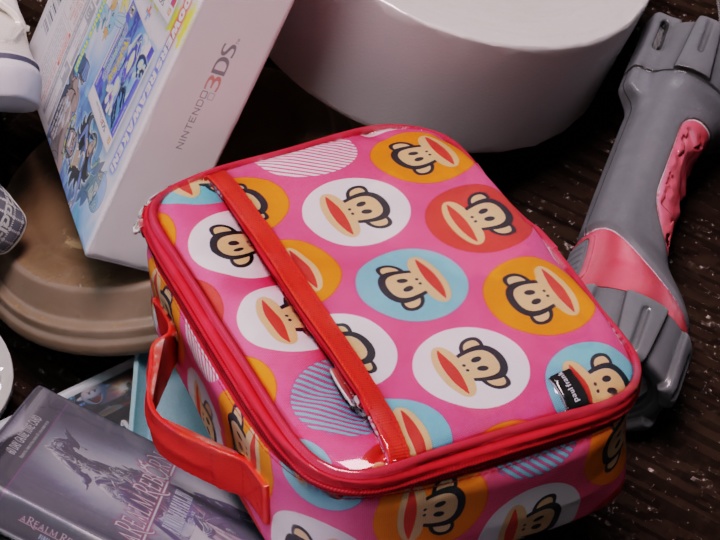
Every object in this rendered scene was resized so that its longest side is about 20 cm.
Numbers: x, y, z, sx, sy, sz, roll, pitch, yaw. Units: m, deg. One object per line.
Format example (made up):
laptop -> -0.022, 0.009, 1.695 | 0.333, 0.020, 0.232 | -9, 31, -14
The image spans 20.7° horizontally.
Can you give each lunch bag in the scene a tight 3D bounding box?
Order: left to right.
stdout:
lunch bag -> -0.004, 0.031, 0.781 | 0.175, 0.082, 0.200 | -15, 43, -21

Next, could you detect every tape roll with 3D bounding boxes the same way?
tape roll -> 0.038, -0.152, 0.939 | 0.201, 0.071, 0.203 | 13, 45, -14

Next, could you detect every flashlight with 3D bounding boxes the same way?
flashlight -> 0.135, -0.025, 0.883 | 0.068, 0.068, 0.200 | 8, 51, 25

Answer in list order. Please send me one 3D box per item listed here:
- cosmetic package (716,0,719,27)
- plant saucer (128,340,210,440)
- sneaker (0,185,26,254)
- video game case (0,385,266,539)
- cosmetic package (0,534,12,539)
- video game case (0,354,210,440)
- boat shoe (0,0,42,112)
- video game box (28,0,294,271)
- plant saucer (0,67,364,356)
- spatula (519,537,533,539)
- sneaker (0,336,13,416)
cosmetic package -> 0.217, -0.059, 0.785 | 0.112, 0.081, 0.201 | -13, 52, 7
plant saucer -> -0.066, 0.109, 0.825 | 0.070, 0.019, 0.201 | -7, 51, 9
sneaker -> -0.230, -0.037, 0.956 | 0.200, 0.080, 0.077 | 16, 82, 60
video game case -> -0.046, 0.108, 0.732 | 0.199, 0.143, 0.019 | 28, 98, -3
cosmetic package -> -0.181, 0.181, 0.720 | 0.199, 0.123, 0.201 | 24, 82, 25
video game case -> -0.116, 0.130, 0.847 | 0.199, 0.023, 0.182 | -26, 52, -5
boat shoe -> -0.192, -0.113, 0.953 | 0.070, 0.070, 0.200 | 1, 5, -12
video game box -> -0.086, -0.130, 0.887 | 0.047, 0.201, 0.182 | 16, 27, -26
plant saucer -> -0.090, -0.037, 0.938 | 0.199, 0.030, 0.201 | -13, 38, 10
spatula -> 0.041, 0.099, 0.833 | 0.056, 0.021, 0.200 | -36, 54, -17
sneaker -> -0.256, 0.028, 0.931 | 0.199, 0.079, 0.079 | 25, 66, 1
